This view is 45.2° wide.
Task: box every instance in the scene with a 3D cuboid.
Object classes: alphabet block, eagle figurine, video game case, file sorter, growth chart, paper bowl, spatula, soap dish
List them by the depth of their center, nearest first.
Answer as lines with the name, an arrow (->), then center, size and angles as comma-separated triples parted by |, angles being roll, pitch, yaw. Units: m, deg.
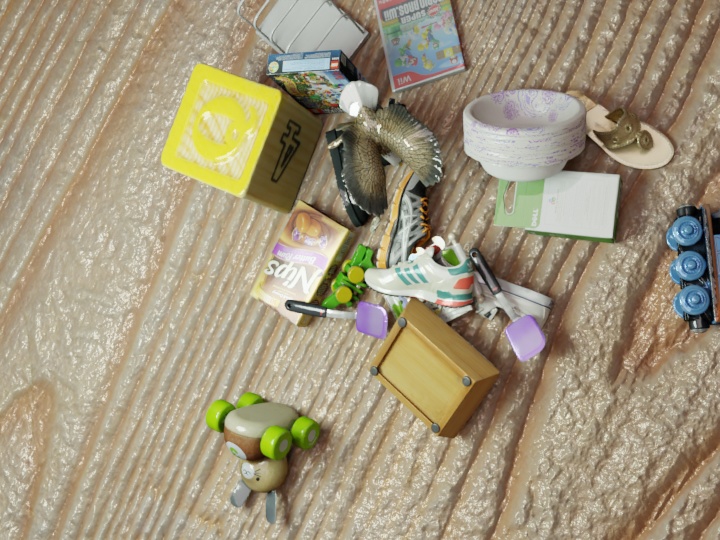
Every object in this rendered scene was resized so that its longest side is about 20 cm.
paper bowl -> 0.267, -0.217, 1.414 | 0.197, 0.201, 0.106 | 7, 121, 20
spatula -> 0.235, 0.050, 1.416 | 0.056, 0.021, 0.202 | -32, 84, 14
eagle figurine -> 0.037, -0.207, 1.449 | 0.153, 0.149, 0.201 | -65, 31, 32
soap dish -> 0.116, 0.167, 1.458 | 0.200, 0.081, 0.159 | 41, 119, 19
growth chart -> 0.119, 0.034, 1.480 | 0.199, 0.018, 0.146 | -36, 84, 36
spatula -> -0.044, 0.075, 1.522 | 0.197, 0.021, 0.058 | 9, 102, 16
alphabet block -> -0.211, -0.236, 1.578 | 0.193, 0.200, 0.199 | 21, 92, 21
video game case -> 0.106, -0.440, 1.580 | 0.141, 0.017, 0.204 | -14, 80, 18
file sorter -> -0.111, -0.460, 1.606 | 0.200, 0.124, 0.139 | 43, 99, 19

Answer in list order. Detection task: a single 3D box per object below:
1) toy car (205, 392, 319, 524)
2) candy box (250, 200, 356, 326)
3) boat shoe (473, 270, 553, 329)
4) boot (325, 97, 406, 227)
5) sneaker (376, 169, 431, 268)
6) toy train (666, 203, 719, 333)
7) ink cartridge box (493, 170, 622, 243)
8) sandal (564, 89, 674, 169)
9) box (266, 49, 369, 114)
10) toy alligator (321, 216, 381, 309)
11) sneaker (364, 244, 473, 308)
toy car -> -0.185, 0.345, 1.546 | 0.162, 0.157, 0.204 | 17, 102, 33
candy box -> -0.105, -0.012, 1.594 | 0.116, 0.056, 0.202 | 30, 97, 19
boat shoe -> 0.222, 0.049, 1.463 | 0.197, 0.071, 0.071 | 20, 88, 14
boot -> 0.033, -0.195, 1.558 | 0.160, 0.073, 0.202 | -17, 81, 12
sneaker -> 0.092, -0.087, 1.523 | 0.076, 0.078, 0.203 | 18, 100, 19
toy train -> 0.543, -0.006, 1.344 | 0.112, 0.087, 0.204 | -4, 81, 10
ink cartridge box -> 0.329, -0.110, 1.442 | 0.197, 0.059, 0.106 | 7, 86, 21
sandal -> 0.414, -0.235, 1.419 | 0.211, 0.069, 0.078 | 36, 97, 20
box -> -0.064, -0.331, 1.534 | 0.134, 0.200, 0.038 | 1, 80, 20
toy alligator -> 0.000, 0.000, 1.557 | 0.054, 0.059, 0.202 | 30, 97, -20
sneaker -> 0.100, -0.001, 1.435 | 0.197, 0.070, 0.095 | 12, 104, 29
